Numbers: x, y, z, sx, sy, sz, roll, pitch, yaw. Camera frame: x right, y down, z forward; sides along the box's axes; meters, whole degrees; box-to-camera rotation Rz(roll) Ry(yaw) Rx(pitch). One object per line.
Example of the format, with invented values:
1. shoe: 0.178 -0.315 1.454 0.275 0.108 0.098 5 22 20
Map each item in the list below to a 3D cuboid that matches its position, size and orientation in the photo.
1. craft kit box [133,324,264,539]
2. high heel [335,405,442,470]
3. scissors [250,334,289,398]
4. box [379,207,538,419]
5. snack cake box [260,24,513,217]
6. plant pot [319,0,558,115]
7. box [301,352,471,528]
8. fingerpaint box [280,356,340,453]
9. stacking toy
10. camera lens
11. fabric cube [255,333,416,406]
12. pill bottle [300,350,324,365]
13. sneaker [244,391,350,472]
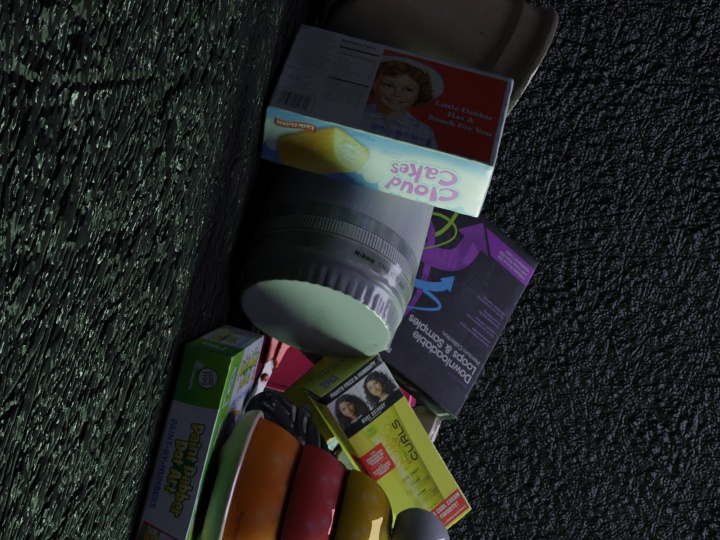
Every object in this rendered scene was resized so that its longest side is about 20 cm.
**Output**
1. craft kit box: -0.134 0.151 1.064 0.200 0.048 0.198 -40 142 -86
2. high heel: 0.002 0.210 1.344 0.200 0.071 0.143 -38 173 -14
3. scissors: -0.100 0.112 1.456 0.073 0.014 0.201 9 97 -47
4. box: 0.085 0.031 1.307 0.200 0.143 0.036 -59 -159 -21
5. snack cake box: 0.024 -0.133 1.117 0.067 0.199 0.115 103 3 -49
6. plant pot: 0.060 -0.223 1.247 0.201 0.183 0.201 -54 -169 15
7. box: 0.027 0.172 1.238 0.075 0.200 0.050 -35 -158 -15
8. fingerpaint box: -0.069 0.179 1.326 0.200 0.073 0.167 -41 168 -14
9. stacking toy: -0.025 0.208 1.052 0.146 0.199 0.147 15 90 -87
10. camera lens: -0.018 -0.039 1.199 0.160 0.159 0.201 100 5 -62
11. fabric cube: -0.006 0.052 1.572 0.196 0.199 0.200 -45 149 -83
12. pill bottle: 0.000 0.000 1.363 0.200 0.114 0.114 -38 168 -12
13. sneaker: -0.072 0.206 1.183 0.115 0.200 0.076 -29 -152 18
